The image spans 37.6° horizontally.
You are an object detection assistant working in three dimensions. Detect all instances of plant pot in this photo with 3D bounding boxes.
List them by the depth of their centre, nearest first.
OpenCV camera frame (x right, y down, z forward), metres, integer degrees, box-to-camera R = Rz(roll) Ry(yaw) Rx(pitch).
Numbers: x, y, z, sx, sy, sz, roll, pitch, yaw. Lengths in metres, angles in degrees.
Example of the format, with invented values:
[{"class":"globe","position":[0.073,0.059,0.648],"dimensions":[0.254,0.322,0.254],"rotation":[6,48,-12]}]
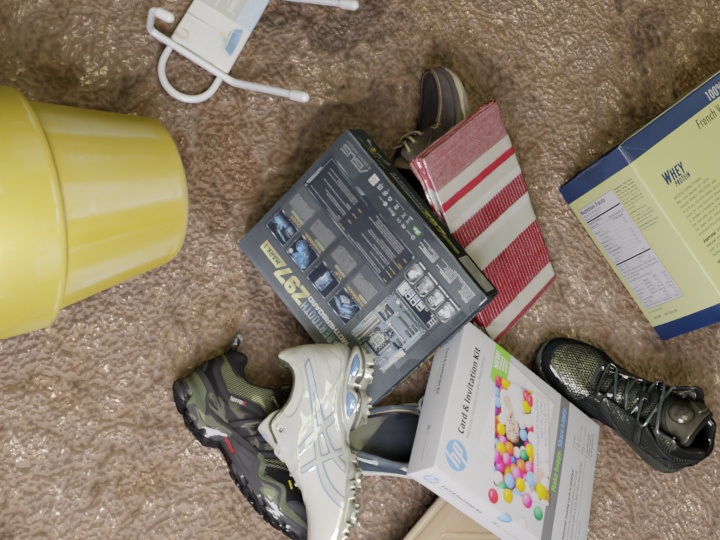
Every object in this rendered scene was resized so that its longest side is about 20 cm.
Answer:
[{"class":"plant pot","position":[-0.256,-0.056,0.893],"dimensions":[0.187,0.200,0.204],"rotation":[-12,79,-36]}]

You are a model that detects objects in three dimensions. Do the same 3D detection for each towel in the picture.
[{"class":"towel","position":[0.125,-0.047,1.034],"dimensions":[0.144,0.023,0.203],"rotation":[-38,114,-41]}]

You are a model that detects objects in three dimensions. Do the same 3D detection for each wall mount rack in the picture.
[{"class":"wall mount rack","position":[-0.108,-0.246,1.040],"dimensions":[0.172,0.075,0.202],"rotation":[29,70,-8]}]

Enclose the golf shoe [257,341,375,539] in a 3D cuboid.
[{"class":"golf shoe","position":[-0.042,0.160,0.902],"dimensions":[0.095,0.078,0.203],"rotation":[6,69,-2]}]

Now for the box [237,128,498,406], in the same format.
[{"class":"box","position":[0.004,-0.002,0.965],"dimensions":[0.158,0.051,0.201],"rotation":[-44,80,19]}]

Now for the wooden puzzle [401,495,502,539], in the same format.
[{"class":"wooden puzzle","position":[0.104,0.304,0.976],"dimensions":[0.185,0.037,0.201],"rotation":[-44,104,-22]}]

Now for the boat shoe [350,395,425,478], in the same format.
[{"class":"boat shoe","position":[0.056,0.157,0.993],"dimensions":[0.196,0.062,0.076],"rotation":[7,70,-17]}]

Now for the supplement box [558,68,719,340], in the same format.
[{"class":"supplement box","position":[0.357,-0.074,1.107],"dimensions":[0.199,0.134,0.201],"rotation":[-35,88,-22]}]

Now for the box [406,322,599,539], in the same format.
[{"class":"box","position":[0.138,0.164,0.976],"dimensions":[0.199,0.041,0.158],"rotation":[37,49,-23]}]

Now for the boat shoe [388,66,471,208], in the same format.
[{"class":"boat shoe","position":[0.070,-0.112,1.061],"dimensions":[0.072,0.074,0.204],"rotation":[2,74,-17]}]

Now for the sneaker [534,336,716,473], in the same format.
[{"class":"sneaker","position":[0.270,0.124,1.043],"dimensions":[0.198,0.114,0.077],"rotation":[38,67,-3]}]

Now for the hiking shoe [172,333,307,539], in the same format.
[{"class":"hiking shoe","position":[-0.076,0.153,0.946],"dimensions":[0.100,0.076,0.201],"rotation":[-40,89,-19]}]
